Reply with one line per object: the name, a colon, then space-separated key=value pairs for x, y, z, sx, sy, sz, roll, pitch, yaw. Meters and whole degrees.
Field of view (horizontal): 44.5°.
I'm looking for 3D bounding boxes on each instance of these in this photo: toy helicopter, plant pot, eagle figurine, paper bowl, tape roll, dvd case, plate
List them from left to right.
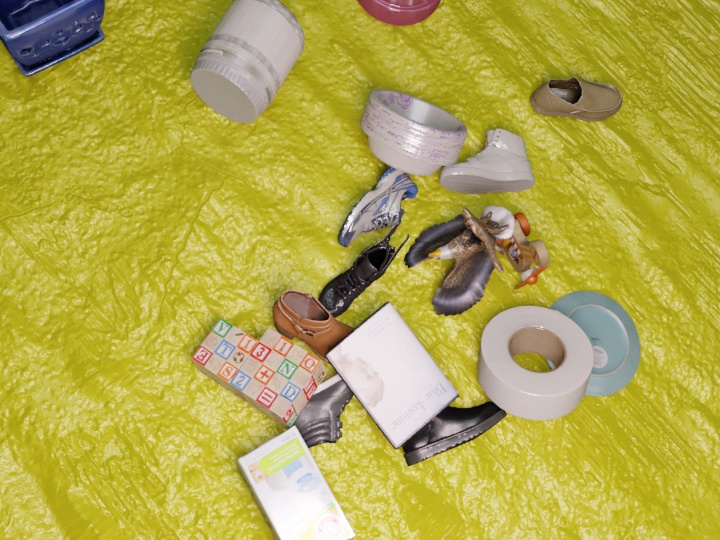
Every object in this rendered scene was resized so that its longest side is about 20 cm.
plant pot: x=-0.585 y=-0.484 z=1.597 sx=0.198 sy=0.180 sz=0.202 roll=-32 pitch=79 yaw=-18
dvd case: x=0.053 y=0.175 z=1.471 sx=0.142 sy=0.018 sz=0.201 roll=-38 pitch=92 yaw=-7
plant pot: x=0.089 y=-0.626 z=1.762 sx=0.195 sy=0.179 sz=0.204 roll=3 pitch=70 yaw=-8
paper bowl: x=0.092 y=-0.251 z=1.643 sx=0.197 sy=0.106 sz=0.202 roll=19 pitch=25 yaw=-9
eagle figurine: x=0.175 y=-0.031 z=1.573 sx=0.148 sy=0.201 sz=0.154 roll=18 pitch=59 yaw=-10
toy helicopter: x=0.297 y=-0.027 z=1.586 sx=0.077 sy=0.200 sz=0.135 roll=-19 pitch=98 yaw=-6
tape roll: x=0.305 y=0.159 z=1.544 sx=0.198 sy=0.072 sz=0.205 roll=0 pitch=45 yaw=0
plate: x=0.434 y=0.132 z=1.642 sx=0.195 sy=0.026 sz=0.205 roll=3 pitch=70 yaw=-9

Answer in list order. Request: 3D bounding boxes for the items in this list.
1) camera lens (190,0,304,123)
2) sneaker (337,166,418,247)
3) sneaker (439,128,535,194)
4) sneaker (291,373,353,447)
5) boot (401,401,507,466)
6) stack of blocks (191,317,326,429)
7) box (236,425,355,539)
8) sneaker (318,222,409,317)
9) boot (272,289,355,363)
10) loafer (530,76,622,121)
camera lens: x=-0.207 y=-0.400 z=1.643 sx=0.158 sy=0.160 sz=0.202 roll=28 pitch=69 yaw=1
sneaker: x=0.037 y=-0.110 z=1.632 sx=0.085 sy=0.077 sz=0.200 roll=41 pitch=70 yaw=2
sneaker: x=0.237 y=-0.215 z=1.708 sx=0.196 sy=0.074 sz=0.118 roll=0 pitch=69 yaw=-19
sneaker: x=-0.036 y=0.234 z=1.506 sx=0.197 sy=0.071 sz=0.100 roll=-27 pitch=79 yaw=-11
boot: x=0.139 y=0.228 z=1.529 sx=0.207 sy=0.080 sz=0.160 roll=-19 pitch=75 yaw=-15
stack of blocks: x=-0.170 y=0.160 z=1.479 sx=0.198 sy=0.059 sz=0.116 roll=28 pitch=68 yaw=21
box: x=-0.106 y=0.373 z=1.425 sx=0.111 sy=0.102 sz=0.202 roll=-27 pitch=77 yaw=-17
sneaker: x=0.002 y=0.002 z=1.570 sx=0.199 sy=0.104 sz=0.060 roll=-40 pitch=81 yaw=-19
boot: x=-0.058 y=0.098 z=1.499 sx=0.196 sy=0.155 sz=0.075 roll=17 pitch=68 yaw=-3
loafer: x=0.446 y=-0.350 z=1.787 sx=0.195 sy=0.068 sz=0.078 roll=-4 pitch=72 yaw=-11
